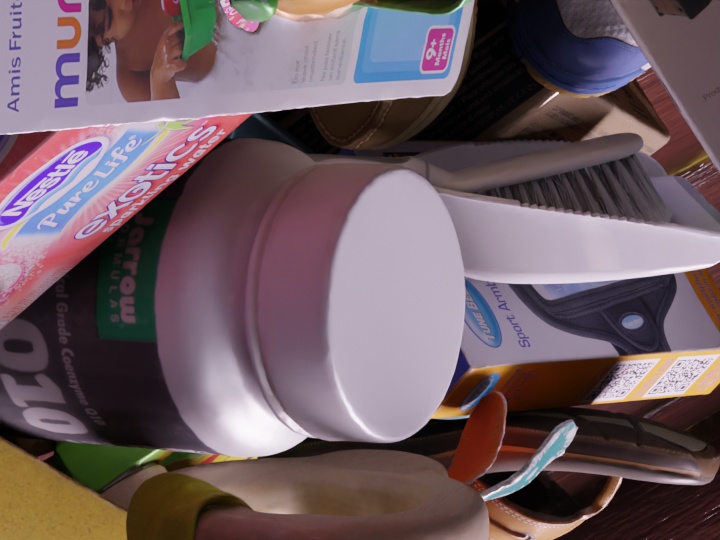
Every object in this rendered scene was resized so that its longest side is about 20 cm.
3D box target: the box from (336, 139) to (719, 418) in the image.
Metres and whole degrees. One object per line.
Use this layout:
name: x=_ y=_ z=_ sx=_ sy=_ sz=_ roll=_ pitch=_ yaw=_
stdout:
box: x=0.067 y=0.000 z=1.062 sx=0.199 sy=0.120 sz=0.042 roll=-1 pitch=143 yaw=-43

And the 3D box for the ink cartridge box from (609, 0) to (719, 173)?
ink cartridge box: x=0.143 y=-0.110 z=0.962 sx=0.084 sy=0.201 sz=0.146 roll=-33 pitch=166 yaw=9

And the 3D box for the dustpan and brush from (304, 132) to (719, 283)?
dustpan and brush: x=0.044 y=-0.030 z=0.981 sx=0.198 sy=0.058 sz=0.140 roll=-10 pitch=-163 yaw=-5

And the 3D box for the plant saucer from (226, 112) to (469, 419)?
plant saucer: x=0.000 y=0.000 z=1.075 sx=0.019 sy=0.070 sz=0.200 roll=-16 pitch=137 yaw=45

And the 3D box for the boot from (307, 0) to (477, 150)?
boot: x=-0.027 y=-0.089 z=0.923 sx=0.155 sy=0.073 sz=0.200 roll=-26 pitch=164 yaw=-27

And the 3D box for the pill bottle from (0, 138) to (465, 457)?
pill bottle: x=-0.070 y=0.008 z=0.900 sx=0.199 sy=0.114 sz=0.113 roll=1 pitch=-174 yaw=32

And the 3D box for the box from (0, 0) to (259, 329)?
box: x=-0.106 y=-0.066 z=0.780 sx=0.200 sy=0.095 sz=0.102 roll=-38 pitch=165 yaw=24

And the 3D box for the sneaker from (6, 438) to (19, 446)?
sneaker: x=-0.196 y=0.100 z=1.210 sx=0.199 sy=0.076 sz=0.071 roll=-25 pitch=165 yaw=-26

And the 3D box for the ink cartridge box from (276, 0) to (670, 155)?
ink cartridge box: x=0.046 y=-0.057 z=1.197 sx=0.164 sy=0.075 sz=0.200 roll=-35 pitch=166 yaw=13

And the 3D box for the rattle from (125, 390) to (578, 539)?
rattle: x=0.004 y=0.128 z=0.915 sx=0.129 sy=0.144 sz=0.200 roll=-13 pitch=177 yaw=28

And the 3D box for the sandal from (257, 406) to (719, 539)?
sandal: x=0.052 y=0.088 z=1.034 sx=0.198 sy=0.055 sz=0.082 roll=-4 pitch=-176 yaw=17

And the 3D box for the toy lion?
toy lion: x=-0.061 y=0.066 z=1.112 sx=0.191 sy=0.069 sz=0.200 roll=-31 pitch=169 yaw=-17

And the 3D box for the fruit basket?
fruit basket: x=-0.019 y=-0.130 z=0.616 sx=0.093 sy=0.187 sz=0.200 roll=9 pitch=-169 yaw=31

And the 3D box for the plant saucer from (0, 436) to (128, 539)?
plant saucer: x=-0.162 y=0.108 z=0.984 sx=0.200 sy=0.199 sz=0.049 roll=-21 pitch=-140 yaw=61

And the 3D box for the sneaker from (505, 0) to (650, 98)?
sneaker: x=0.144 y=-0.149 z=1.086 sx=0.200 sy=0.075 sz=0.088 roll=-38 pitch=180 yaw=-32
